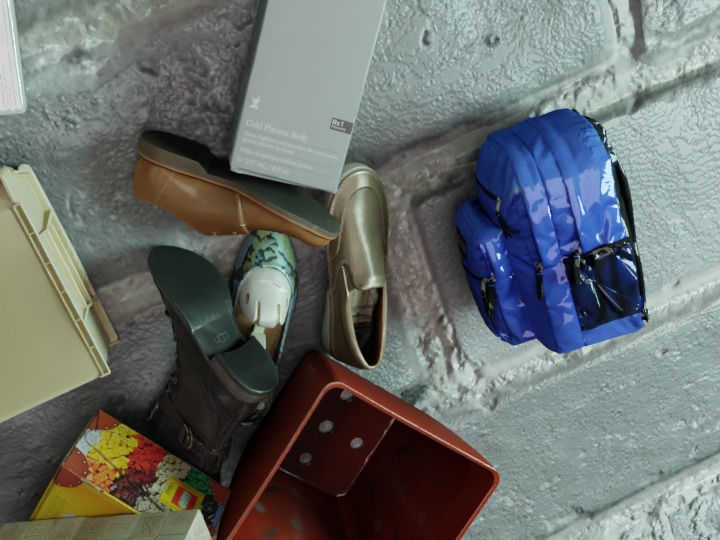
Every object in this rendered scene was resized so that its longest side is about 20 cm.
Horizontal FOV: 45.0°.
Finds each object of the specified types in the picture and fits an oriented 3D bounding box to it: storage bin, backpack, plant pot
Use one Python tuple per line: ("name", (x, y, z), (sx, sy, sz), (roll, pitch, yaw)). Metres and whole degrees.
("storage bin", (-0.347, 0.035, 0.763), (0.197, 0.094, 0.202), (-24, 111, -5))
("backpack", (0.176, -0.041, 0.830), (0.164, 0.163, 0.204), (-16, 112, -4))
("plant pot", (-0.017, 0.194, 0.851), (0.198, 0.176, 0.202), (31, 99, -20))

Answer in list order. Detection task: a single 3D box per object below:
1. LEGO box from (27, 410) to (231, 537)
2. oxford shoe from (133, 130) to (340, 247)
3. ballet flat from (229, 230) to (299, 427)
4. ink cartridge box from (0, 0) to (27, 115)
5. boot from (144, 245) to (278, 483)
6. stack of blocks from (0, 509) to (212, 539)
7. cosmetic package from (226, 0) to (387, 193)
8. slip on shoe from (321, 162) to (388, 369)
("LEGO box", (-0.236, 0.255, 0.820), (0.147, 0.078, 0.201), (33, 119, -7))
("oxford shoe", (-0.114, -0.059, 0.797), (0.196, 0.071, 0.072), (22, 111, 0))
("ballet flat", (-0.097, 0.060, 0.846), (0.073, 0.074, 0.204), (5, 106, -15))
("ink cartridge box", (-0.378, -0.202, 0.688), (0.196, 0.050, 0.165), (-7, 110, -19))
("boot", (-0.169, 0.099, 0.826), (0.069, 0.201, 0.175), (-12, 148, -46))
("stack of blocks", (-0.217, 0.276, 0.747), (0.196, 0.059, 0.117), (-9, 115, 16))
("cosmetic package", (-0.048, -0.184, 0.769), (0.105, 0.090, 0.204), (10, 108, -14))
("slip on shoe", (0.000, 0.000, 0.843), (0.075, 0.060, 0.204), (-6, 112, -33))
